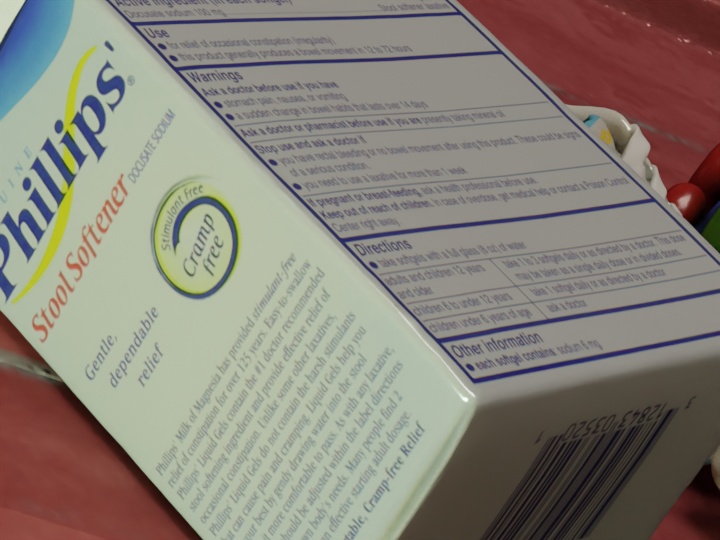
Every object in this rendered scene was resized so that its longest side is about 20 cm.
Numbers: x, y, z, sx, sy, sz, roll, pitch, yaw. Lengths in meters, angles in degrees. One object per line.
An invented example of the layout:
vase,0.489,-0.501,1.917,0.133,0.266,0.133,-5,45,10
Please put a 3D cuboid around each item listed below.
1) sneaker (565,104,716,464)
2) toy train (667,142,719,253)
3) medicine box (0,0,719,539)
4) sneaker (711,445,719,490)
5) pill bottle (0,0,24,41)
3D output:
sneaker,0.083,-0.006,1.011,0.200,0.081,0.077,36,25,4
toy train,0.197,-0.051,1.167,0.085,0.116,0.200,37,27,8
medicine box,0.000,0.000,0.886,0.200,0.103,0.182,46,29,25
sneaker,0.160,0.107,0.917,0.088,0.081,0.200,22,21,-18
pill bottle,-0.098,-0.135,0.989,0.111,0.111,0.200,28,24,-9
